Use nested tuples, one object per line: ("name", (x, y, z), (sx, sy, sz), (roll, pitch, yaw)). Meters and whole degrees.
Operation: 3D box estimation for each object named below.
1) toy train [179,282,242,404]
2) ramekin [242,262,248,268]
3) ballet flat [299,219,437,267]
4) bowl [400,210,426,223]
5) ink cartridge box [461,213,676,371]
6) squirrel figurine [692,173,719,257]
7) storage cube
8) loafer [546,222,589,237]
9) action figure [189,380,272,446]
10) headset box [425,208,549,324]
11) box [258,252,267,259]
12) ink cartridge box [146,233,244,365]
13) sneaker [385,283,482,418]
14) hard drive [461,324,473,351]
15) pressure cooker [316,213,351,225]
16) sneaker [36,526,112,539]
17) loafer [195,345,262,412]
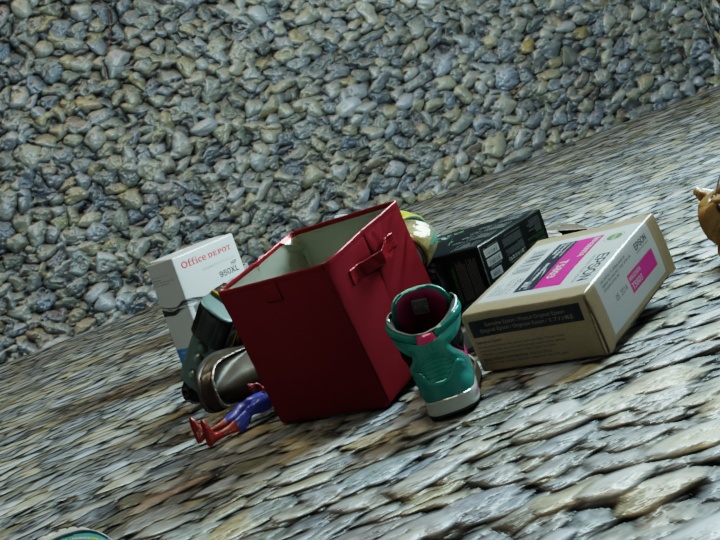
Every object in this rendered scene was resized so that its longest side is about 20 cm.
("toy train", (-0.200, 0.101, 1.636), (0.114, 0.085, 0.202), (-34, -26, -53))
("ramekin", (-0.316, 0.067, 2.460), (0.197, 0.107, 0.200), (-20, 7, 2))
("ballet flat", (0.010, -0.030, 1.440), (0.197, 0.072, 0.070), (-3, 15, 35))
("bowl", (0.000, 0.000, 1.581), (0.107, 0.203, 0.199), (25, 30, 26))
("ink cartridge box", (0.230, 0.024, 1.266), (0.163, 0.076, 0.200), (-15, 16, 41))
("squirrel figurine", (0.496, -0.087, 1.370), (0.185, 0.143, 0.199), (-28, -11, 19))
("storage cube", (-0.026, 0.050, 1.349), (0.198, 0.182, 0.171), (-13, 19, 38))
("loafer", (0.268, -0.031, 1.682), (0.198, 0.074, 0.071), (-24, 7, -33))
("action figure", (-0.115, 0.157, 1.438), (0.198, 0.052, 0.065), (-21, 3, -28))
("headset box", (0.126, 0.007, 1.491), (0.198, 0.094, 0.173), (-15, 9, 38))
("box", (-0.063, -0.010, 2.228), (0.197, 0.133, 0.199), (-17, 7, 19))
("ink cartridge box", (-0.262, 0.056, 1.984), (0.084, 0.203, 0.144), (-13, 10, 46))
("sneaker", (0.075, 0.073, 1.222), (0.082, 0.123, 0.200), (-19, 7, 2))
("hard drive", (0.093, 0.085, 1.486), (0.131, 0.027, 0.198), (-26, 9, -41))
("pressure cooker", (-0.010, 0.008, 1.780), (0.177, 0.178, 0.200), (-55, 12, -5))
("sneaker", (-0.284, 0.269, 0.943), (0.198, 0.079, 0.079), (-24, 17, -34))
("loafer", (-0.145, 0.129, 1.551), (0.070, 0.074, 0.199), (-15, 9, 35))
